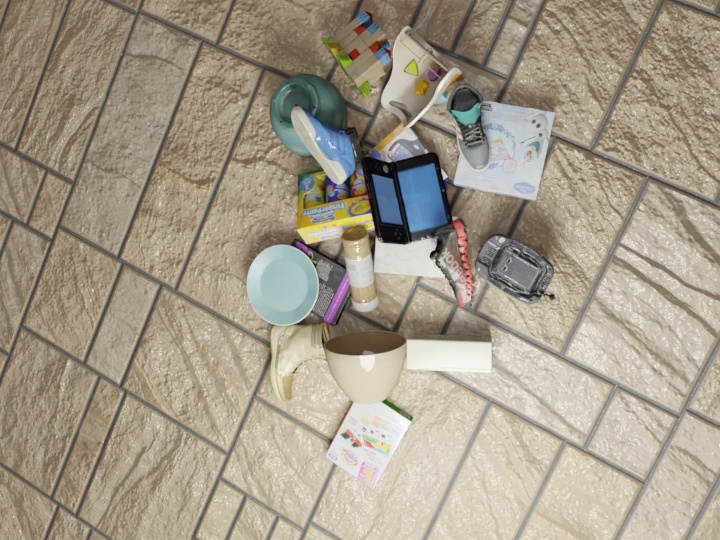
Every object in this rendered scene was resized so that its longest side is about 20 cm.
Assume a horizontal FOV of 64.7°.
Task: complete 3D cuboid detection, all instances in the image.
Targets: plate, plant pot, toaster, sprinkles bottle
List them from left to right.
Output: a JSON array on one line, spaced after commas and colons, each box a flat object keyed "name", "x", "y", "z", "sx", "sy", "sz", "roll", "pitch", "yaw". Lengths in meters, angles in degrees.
[{"name": "plate", "x": -0.196, "y": 0.037, "z": 1.441, "sx": 0.195, "sy": 0.026, "sz": 0.205, "roll": 1, "pitch": 92, "yaw": 14}, {"name": "plant pot", "x": -0.142, "y": -0.394, "z": 1.402, "sx": 0.195, "sy": 0.134, "sz": 0.206, "roll": 0, "pitch": 90, "yaw": 12}, {"name": "sprinkles bottle", "x": 0.000, "y": 0.000, "z": 1.358, "sx": 0.067, "sy": 0.069, "sz": 0.203, "roll": -1, "pitch": 124, "yaw": 13}, {"name": "plant pot", "x": 0.015, "y": 0.235, "z": 1.349, "sx": 0.195, "sy": 0.200, "sz": 0.138, "roll": -1, "pitch": 100, "yaw": 13}, {"name": "toaster", "x": 0.354, "y": -0.001, "z": 1.292, "sx": 0.198, "sy": 0.129, "sz": 0.115, "roll": 30, "pitch": 98, "yaw": 11}]

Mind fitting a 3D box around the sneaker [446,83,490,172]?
[{"name": "sneaker", "x": 0.246, "y": -0.328, "z": 1.274, "sx": 0.082, "sy": 0.121, "sz": 0.204, "roll": -16, "pitch": 86, "yaw": 14}]

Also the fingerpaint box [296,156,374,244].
[{"name": "fingerpaint box", "x": -0.052, "y": -0.170, "z": 1.379, "sx": 0.195, "sy": 0.074, "sz": 0.170, "roll": -10, "pitch": 60, "yaw": 14}]

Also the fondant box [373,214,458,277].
[{"name": "fondant box", "x": 0.135, "y": -0.062, "z": 1.380, "sx": 0.195, "sy": 0.058, "sz": 0.148, "roll": 4, "pitch": 91, "yaw": 12}]

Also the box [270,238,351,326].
[{"name": "box", "x": -0.116, "y": 0.028, "z": 1.451, "sx": 0.197, "sy": 0.036, "sz": 0.145, "roll": 29, "pitch": 98, "yaw": 10}]

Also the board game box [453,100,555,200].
[{"name": "board game box", "x": 0.336, "y": -0.283, "z": 1.336, "sx": 0.196, "sy": 0.043, "sz": 0.204, "roll": 13, "pitch": 92, "yaw": 13}]

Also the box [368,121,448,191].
[{"name": "box", "x": 0.124, "y": -0.248, "z": 1.389, "sx": 0.118, "sy": 0.041, "sz": 0.201, "roll": -39, "pitch": 80, "yaw": 10}]

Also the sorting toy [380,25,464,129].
[{"name": "sorting toy", "x": 0.132, "y": -0.437, "z": 1.348, "sx": 0.181, "sy": 0.106, "sz": 0.201, "roll": -49, "pitch": 56, "yaw": 19}]

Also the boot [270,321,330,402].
[{"name": "boot", "x": -0.148, "y": 0.232, "z": 1.442, "sx": 0.152, "sy": 0.073, "sz": 0.205, "roll": -4, "pitch": 85, "yaw": 16}]

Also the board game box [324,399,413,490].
[{"name": "board game box", "x": 0.020, "y": 0.417, "z": 1.421, "sx": 0.151, "sy": 0.040, "sz": 0.203, "roll": 30, "pitch": 97, "yaw": 11}]

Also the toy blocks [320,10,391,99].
[{"name": "toy blocks", "x": 0.010, "y": -0.535, "z": 1.381, "sx": 0.136, "sy": 0.100, "sz": 0.202, "roll": -36, "pitch": 64, "yaw": 6}]

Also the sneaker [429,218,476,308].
[{"name": "sneaker", "x": 0.208, "y": -0.011, "z": 1.296, "sx": 0.096, "sy": 0.071, "sz": 0.205, "roll": -11, "pitch": 97, "yaw": -3}]

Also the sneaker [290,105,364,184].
[{"name": "sneaker", "x": -0.070, "y": -0.315, "z": 1.328, "sx": 0.111, "sy": 0.076, "sz": 0.201, "roll": -42, "pitch": 105, "yaw": -18}]

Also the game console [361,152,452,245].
[{"name": "game console", "x": 0.108, "y": -0.173, "z": 1.306, "sx": 0.117, "sy": 0.171, "sz": 0.205, "roll": -19, "pitch": 78, "yaw": 36}]

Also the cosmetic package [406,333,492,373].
[{"name": "cosmetic package", "x": 0.211, "y": 0.193, "z": 1.343, "sx": 0.195, "sy": 0.103, "sz": 0.075, "roll": 0, "pitch": 91, "yaw": 14}]
